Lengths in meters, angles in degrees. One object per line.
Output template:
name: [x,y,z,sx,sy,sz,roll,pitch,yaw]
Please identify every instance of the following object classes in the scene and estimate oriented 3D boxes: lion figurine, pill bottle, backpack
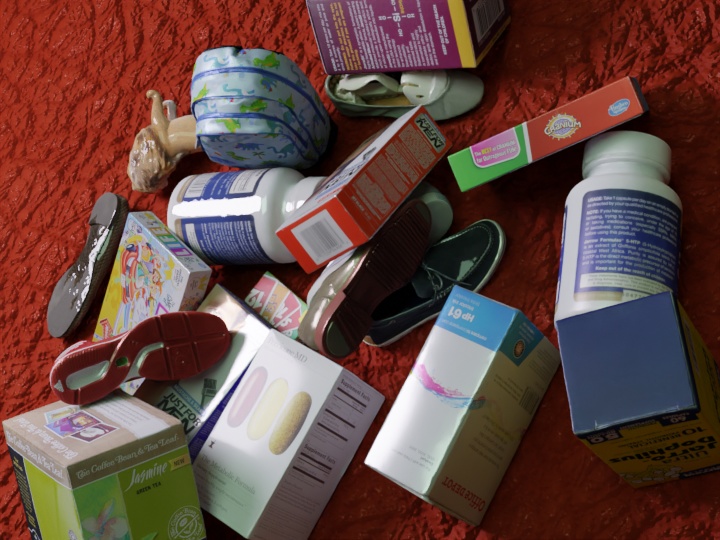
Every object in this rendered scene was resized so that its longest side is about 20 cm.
lion figurine: [-0.211,-0.175,1.597,0.198,0.072,0.124,-13,70,18]
pill bottle: [-0.119,-0.063,1.466,0.198,0.111,0.112,-2,68,31]
pill bottle: [0.261,-0.030,1.250,0.119,0.120,0.202,-1,68,27]
backpack: [-0.122,-0.184,1.448,0.161,0.201,0.155,7,61,9]

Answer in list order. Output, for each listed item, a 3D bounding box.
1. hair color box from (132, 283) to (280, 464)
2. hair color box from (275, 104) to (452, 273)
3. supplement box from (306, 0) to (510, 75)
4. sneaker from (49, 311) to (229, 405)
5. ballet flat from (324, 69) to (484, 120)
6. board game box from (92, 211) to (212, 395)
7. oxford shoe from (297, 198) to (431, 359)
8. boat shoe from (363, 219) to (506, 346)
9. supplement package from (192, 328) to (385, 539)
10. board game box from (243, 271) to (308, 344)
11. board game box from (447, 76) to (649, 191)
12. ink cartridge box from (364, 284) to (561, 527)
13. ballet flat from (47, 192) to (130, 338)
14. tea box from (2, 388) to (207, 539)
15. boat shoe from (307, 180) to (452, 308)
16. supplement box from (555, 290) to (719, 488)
hair color box: [-0.177,0.129,1.418,0.109,0.065,0.201,36,88,35]
hair color box: [0.006,-0.091,1.363,0.111,0.064,0.200,-28,14,44]
supplement box: [0.058,-0.305,1.460,0.198,0.104,0.131,1,35,28]
sneaker: [-0.251,0.084,1.382,0.115,0.198,0.079,-159,59,-68]
ballet flat: [0.047,-0.214,1.479,0.198,0.064,0.068,2,70,28]
board game box: [-0.252,0.050,1.481,0.134,0.034,0.201,39,120,35]
oxford shoe: [0.000,0.000,1.331,0.075,0.071,0.200,16,61,50]
boat shoe: [0.073,0.010,1.368,0.199,0.062,0.075,-35,55,9]
supplement package: [-0.083,0.185,1.344,0.113,0.109,0.201,24,81,34]
board game box: [-0.138,0.106,1.461,0.095,0.030,0.201,38,91,34]
board game box: [0.202,-0.145,1.315,0.199,0.153,0.041,-23,91,17]
ink cartridge box: [0.105,0.138,1.243,0.084,0.144,0.201,21,79,33]
ballet flat: [-0.346,-0.004,1.613,0.067,0.046,0.202,16,81,36]
tea box: [-0.265,0.247,1.311,0.199,0.133,0.199,13,118,55]
boat shoe: [0.017,-0.024,1.418,0.200,0.070,0.072,-41,35,8]
supplement box: [0.264,0.114,1.135,0.108,0.200,0.110,-16,62,21]
